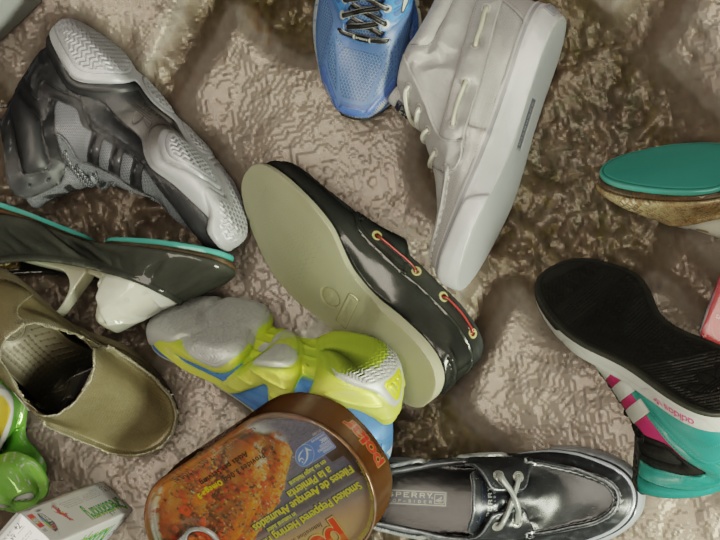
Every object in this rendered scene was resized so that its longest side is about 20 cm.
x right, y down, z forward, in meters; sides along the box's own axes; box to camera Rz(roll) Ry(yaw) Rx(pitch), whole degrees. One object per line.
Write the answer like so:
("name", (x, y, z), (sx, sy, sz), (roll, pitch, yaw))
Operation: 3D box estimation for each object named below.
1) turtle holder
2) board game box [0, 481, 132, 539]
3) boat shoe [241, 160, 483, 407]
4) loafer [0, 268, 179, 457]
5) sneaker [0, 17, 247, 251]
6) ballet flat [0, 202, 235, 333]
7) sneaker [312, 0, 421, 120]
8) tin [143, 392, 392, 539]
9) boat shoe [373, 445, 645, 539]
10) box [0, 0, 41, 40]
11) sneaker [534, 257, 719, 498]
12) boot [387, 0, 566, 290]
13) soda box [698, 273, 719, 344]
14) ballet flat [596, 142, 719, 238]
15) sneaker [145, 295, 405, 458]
("turtle holder", (-0.299, 0.094, 1.713), (0.141, 0.132, 0.186), (-23, 85, 9))
("board game box", (-0.226, 0.204, 1.664), (0.035, 0.200, 0.126), (42, 97, 6))
("boat shoe", (-0.001, 0.002, 1.695), (0.201, 0.063, 0.074), (47, 139, 11))
("loafer", (-0.193, 0.075, 1.675), (0.076, 0.200, 0.067), (-48, 38, 8))
("sneaker", (-0.170, -0.068, 1.723), (0.114, 0.075, 0.200), (-43, 79, 11))
("ballet flat", (-0.181, 0.004, 1.723), (0.199, 0.068, 0.069), (12, 80, 21))
("sneaker", (0.001, -0.198, 1.674), (0.078, 0.089, 0.201), (8, 105, 11))
("tin", (-0.061, 0.154, 1.669), (0.200, 0.042, 0.112), (-34, 94, 38))
("boat shoe", (0.088, 0.151, 1.671), (0.199, 0.068, 0.072), (3, 90, 11))
("box", (-0.362, -0.210, 1.695), (0.171, 0.200, 0.199), (-40, 82, 10))
("sneaker", (0.190, 0.081, 1.648), (0.083, 0.121, 0.200), (-27, 42, -20))
("boot", (0.062, -0.093, 1.685), (0.095, 0.074, 0.201), (19, 84, 16))
("soda box", (0.323, 0.048, 1.630), (0.199, 0.063, 0.070), (21, 93, 10))
("ballet flat", (0.254, -0.051, 1.640), (0.199, 0.071, 0.065), (-6, 125, 25))
("sneaker", (-0.059, 0.085, 1.696), (0.200, 0.076, 0.105), (15, 125, 34))
